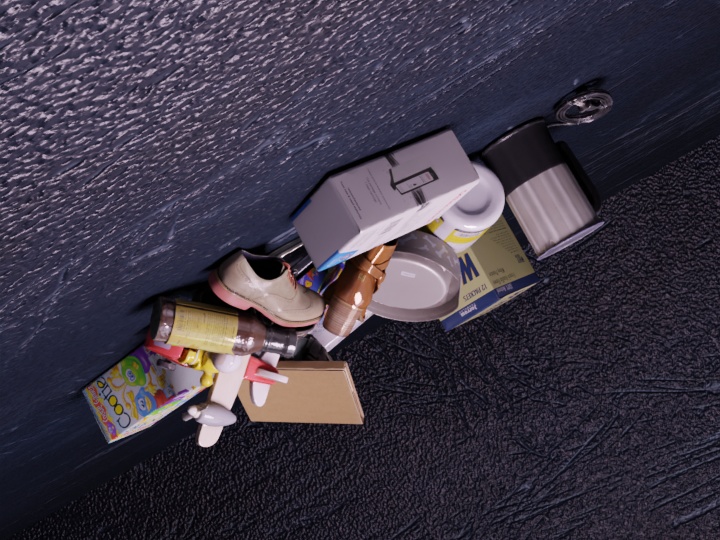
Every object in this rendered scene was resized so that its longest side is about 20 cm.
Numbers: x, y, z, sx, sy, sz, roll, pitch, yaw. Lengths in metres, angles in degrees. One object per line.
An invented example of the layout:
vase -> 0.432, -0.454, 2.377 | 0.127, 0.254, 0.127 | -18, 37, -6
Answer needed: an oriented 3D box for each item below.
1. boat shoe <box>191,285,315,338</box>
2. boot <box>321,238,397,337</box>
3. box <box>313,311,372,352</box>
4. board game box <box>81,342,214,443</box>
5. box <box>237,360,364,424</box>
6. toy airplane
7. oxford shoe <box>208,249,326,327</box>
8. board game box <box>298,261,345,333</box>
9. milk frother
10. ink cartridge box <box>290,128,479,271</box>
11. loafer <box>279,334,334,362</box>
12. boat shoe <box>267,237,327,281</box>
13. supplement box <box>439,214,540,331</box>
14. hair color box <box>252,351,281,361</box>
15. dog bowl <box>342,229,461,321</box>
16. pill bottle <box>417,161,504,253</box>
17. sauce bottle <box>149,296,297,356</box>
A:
boat shoe -> -0.148, 0.056, 1.539 | 0.200, 0.075, 0.073 | 12, 160, -41
boot -> 0.000, 0.000, 1.583 | 0.156, 0.077, 0.200 | -63, 177, 15
box -> -0.060, 0.071, 1.882 | 0.200, 0.113, 0.101 | -40, 173, -4
board game box -> -0.347, 0.188, 1.763 | 0.200, 0.103, 0.105 | -34, 170, 35
box -> -0.105, 0.200, 1.750 | 0.199, 0.021, 0.164 | -1, 141, 13
toy airplane -> -0.199, 0.137, 1.605 | 0.199, 0.200, 0.141 | -27, -176, -19
oxford shoe -> -0.110, 0.024, 1.470 | 0.200, 0.071, 0.075 | 18, 126, -46
board game box -> -0.070, 0.033, 1.723 | 0.135, 0.045, 0.200 | -63, 170, 2
milk frother -> 0.317, -0.150, 1.627 | 0.180, 0.188, 0.200 | -25, 172, -28
ink cartridge box -> 0.032, -0.090, 1.376 | 0.200, 0.084, 0.146 | -25, 172, -31
loafer -> -0.069, 0.155, 1.770 | 0.072, 0.063, 0.200 | -62, 152, -15
boat shoe -> -0.054, -0.030, 1.557 | 0.200, 0.062, 0.075 | -30, 171, -2
supplement box -> 0.207, -0.018, 2.046 | 0.134, 0.200, 0.200 | -34, 171, 32
hair color box -> -0.158, 0.150, 1.798 | 0.064, 0.111, 0.200 | -49, 146, -26
dog bowl -> 0.069, 0.005, 1.704 | 0.199, 0.059, 0.200 | 8, 147, 5
pill bottle -> 0.148, -0.090, 1.693 | 0.112, 0.112, 0.200 | -26, 172, -16
sauce bottle -> -0.184, 0.083, 1.459 | 0.199, 0.065, 0.065 | 13, 154, -21
